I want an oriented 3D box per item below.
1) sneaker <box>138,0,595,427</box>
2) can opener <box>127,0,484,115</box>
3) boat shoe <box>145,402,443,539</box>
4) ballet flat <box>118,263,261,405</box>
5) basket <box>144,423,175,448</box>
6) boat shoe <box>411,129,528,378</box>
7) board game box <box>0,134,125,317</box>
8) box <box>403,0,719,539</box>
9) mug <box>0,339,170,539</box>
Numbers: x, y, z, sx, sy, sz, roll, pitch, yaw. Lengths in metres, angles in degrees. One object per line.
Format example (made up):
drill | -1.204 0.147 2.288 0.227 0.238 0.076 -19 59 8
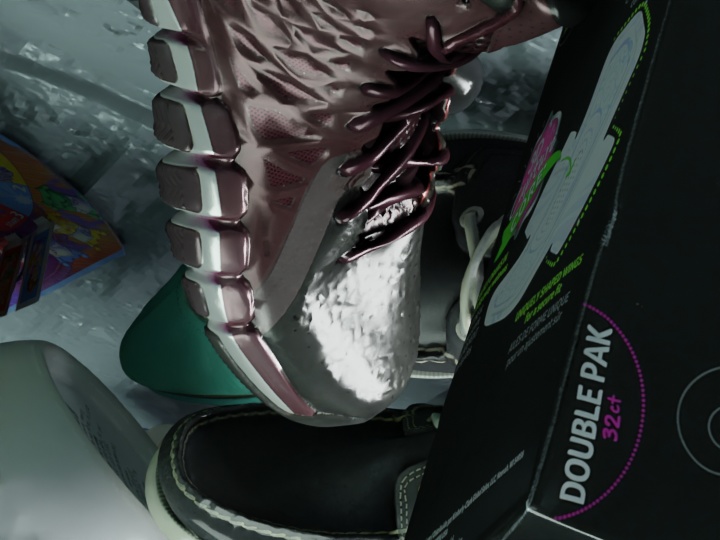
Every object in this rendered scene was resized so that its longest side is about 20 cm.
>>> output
sneaker | 0.010 -0.043 0.734 0.115 0.076 0.201 5 125 31
can opener | -0.052 -0.096 0.798 0.200 0.053 0.067 37 -178 -36
boat shoe | 0.036 0.061 0.902 0.199 0.072 0.068 6 138 -7
ballet flat | 0.000 0.000 0.935 0.199 0.068 0.071 -2 135 31
basket | -0.016 0.134 1.124 0.199 0.140 0.176 -3 148 45
boat shoe | 0.060 0.002 0.839 0.199 0.074 0.060 7 -174 6
board game box | -0.184 -0.011 1.056 0.158 0.039 0.200 29 153 -23
box | 0.111 0.007 0.694 0.148 0.201 0.124 21 157 -8
mug | -0.139 0.119 0.937 0.148 0.175 0.200 49 -175 -17
